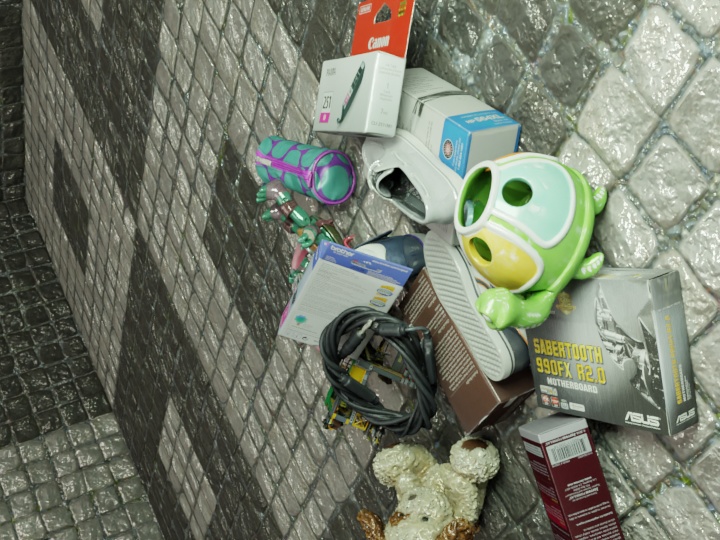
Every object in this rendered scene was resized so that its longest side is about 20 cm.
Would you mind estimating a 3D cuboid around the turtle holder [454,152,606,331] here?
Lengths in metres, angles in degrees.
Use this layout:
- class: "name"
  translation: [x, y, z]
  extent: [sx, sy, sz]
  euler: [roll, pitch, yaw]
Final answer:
- class: "turtle holder"
  translation: [0.161, -0.034, 0.951]
  extent: [0.188, 0.130, 0.141]
  euler: [-66, 26, 3]

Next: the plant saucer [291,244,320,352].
- class: "plant saucer"
  translation: [-0.046, 0.043, 1.487]
  extent: [0.200, 0.050, 0.204]
  euler: [33, 130, 50]

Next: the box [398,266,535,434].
- class: "box"
  translation: [0.136, 0.095, 1.176]
  extent: [0.202, 0.074, 0.100]
  euler: [64, 149, 22]

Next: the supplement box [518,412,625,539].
- class: "supplement box"
  translation: [0.248, 0.270, 1.037]
  extent: [0.109, 0.060, 0.203]
  euler: [116, 137, -85]

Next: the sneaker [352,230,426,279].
- class: "sneaker"
  translation: [0.000, 0.000, 1.287]
  extent: [0.199, 0.145, 0.082]
  euler: [-18, 88, 59]

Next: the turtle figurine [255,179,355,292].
- class: "turtle figurine"
  translation: [-0.079, -0.041, 1.381]
  extent: [0.201, 0.100, 0.151]
  euler: [50, 149, 23]

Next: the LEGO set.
- class: "LEGO set"
  translation: [0.032, 0.156, 1.341]
  extent: [0.154, 0.114, 0.203]
  euler: [-170, 102, -82]

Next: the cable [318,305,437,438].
- class: "cable"
  translation: [0.025, 0.142, 1.199]
  extent: [0.160, 0.051, 0.203]
  euler: [5, 125, 19]

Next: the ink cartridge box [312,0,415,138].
- class: "ink cartridge box"
  translation: [0.002, -0.253, 1.115]
  extent: [0.200, 0.043, 0.177]
  euler: [-157, 74, -68]

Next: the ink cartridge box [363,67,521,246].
- class: "ink cartridge box"
  translation: [0.093, -0.146, 1.121]
  extent: [0.200, 0.083, 0.148]
  euler: [44, 138, 44]

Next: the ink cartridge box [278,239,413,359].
- class: "ink cartridge box"
  translation: [-0.021, 0.033, 1.190]
  extent: [0.201, 0.118, 0.042]
  euler: [122, 162, -46]

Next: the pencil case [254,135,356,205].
- class: "pencil case"
  translation: [-0.091, -0.158, 1.428]
  extent: [0.199, 0.091, 0.087]
  euler: [21, 107, 53]

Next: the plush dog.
- class: "plush dog"
  translation: [0.096, 0.332, 1.236]
  extent: [0.198, 0.172, 0.163]
  euler: [-9, 110, 38]

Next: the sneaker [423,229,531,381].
- class: "sneaker"
  translation: [0.150, 0.033, 1.111]
  extent: [0.202, 0.078, 0.079]
  euler: [63, 154, 17]

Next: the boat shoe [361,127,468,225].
- class: "boat shoe"
  translation: [0.046, -0.107, 1.062]
  extent: [0.200, 0.068, 0.073]
  euler: [49, 141, 42]

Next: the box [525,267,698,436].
- class: "box"
  translation: [0.259, 0.079, 0.976]
  extent: [0.199, 0.048, 0.161]
  euler: [4, 107, 59]
